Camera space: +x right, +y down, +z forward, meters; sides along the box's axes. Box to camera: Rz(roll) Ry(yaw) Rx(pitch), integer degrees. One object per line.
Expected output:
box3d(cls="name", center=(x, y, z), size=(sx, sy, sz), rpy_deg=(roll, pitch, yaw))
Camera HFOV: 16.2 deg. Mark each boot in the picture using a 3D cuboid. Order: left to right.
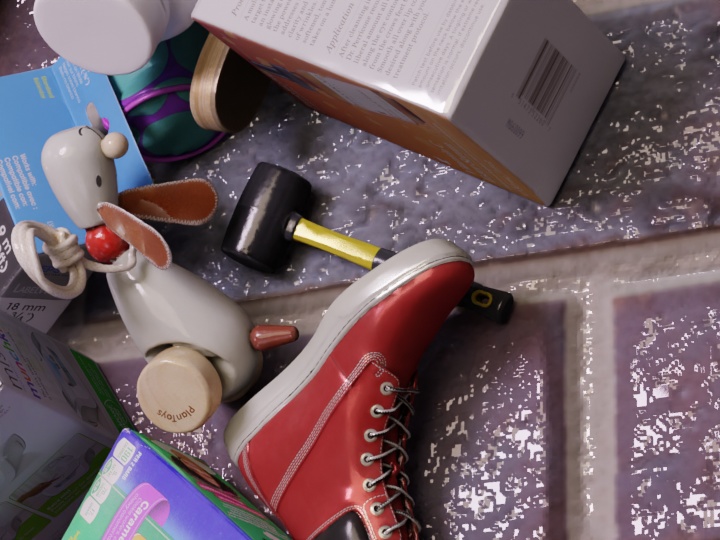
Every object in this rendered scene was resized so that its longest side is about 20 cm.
box3d(cls="boot", center=(0.020, 0.091, 1.470), size=(0.200, 0.072, 0.145), rpy_deg=(-49, 56, 22))

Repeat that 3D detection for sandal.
box3d(cls="sandal", center=(-0.074, -0.182, 1.609), size=(0.069, 0.078, 0.212), rpy_deg=(9, 60, 30))

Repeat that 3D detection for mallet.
box3d(cls="mallet", center=(0.000, 0.000, 1.547), size=(0.200, 0.041, 0.066), rpy_deg=(29, 87, 29))

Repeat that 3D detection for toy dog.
box3d(cls="toy dog", center=(-0.108, 0.001, 1.511), size=(0.096, 0.200, 0.132), rpy_deg=(-26, 29, 22))

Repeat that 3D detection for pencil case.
box3d(cls="pencil case", center=(-0.146, -0.172, 1.657), size=(0.092, 0.085, 0.201), rpy_deg=(-13, 62, -13))

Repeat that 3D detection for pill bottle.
box3d(cls="pill bottle", center=(-0.132, -0.219, 1.572), size=(0.109, 0.109, 0.201), rpy_deg=(-2, 48, 28))

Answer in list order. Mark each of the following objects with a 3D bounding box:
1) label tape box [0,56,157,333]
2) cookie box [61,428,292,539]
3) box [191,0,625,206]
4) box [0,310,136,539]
box3d(cls="label tape box", center=(-0.226, -0.042, 1.622), size=(0.200, 0.063, 0.145), rpy_deg=(-49, 53, 34))
box3d(cls="cookie box", center=(-0.103, 0.215, 1.460), size=(0.200, 0.075, 0.172), rpy_deg=(34, 97, 46))
box3d(cls="box", center=(0.029, -0.140, 1.513), size=(0.199, 0.152, 0.107), rpy_deg=(24, 85, 34))
box3d(cls="box", center=(-0.260, 0.126, 1.553), size=(0.200, 0.176, 0.097), rpy_deg=(-41, 58, 10))
